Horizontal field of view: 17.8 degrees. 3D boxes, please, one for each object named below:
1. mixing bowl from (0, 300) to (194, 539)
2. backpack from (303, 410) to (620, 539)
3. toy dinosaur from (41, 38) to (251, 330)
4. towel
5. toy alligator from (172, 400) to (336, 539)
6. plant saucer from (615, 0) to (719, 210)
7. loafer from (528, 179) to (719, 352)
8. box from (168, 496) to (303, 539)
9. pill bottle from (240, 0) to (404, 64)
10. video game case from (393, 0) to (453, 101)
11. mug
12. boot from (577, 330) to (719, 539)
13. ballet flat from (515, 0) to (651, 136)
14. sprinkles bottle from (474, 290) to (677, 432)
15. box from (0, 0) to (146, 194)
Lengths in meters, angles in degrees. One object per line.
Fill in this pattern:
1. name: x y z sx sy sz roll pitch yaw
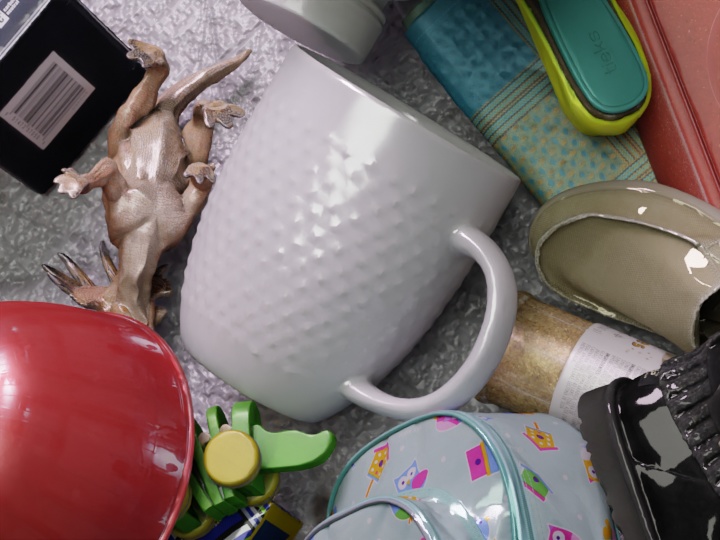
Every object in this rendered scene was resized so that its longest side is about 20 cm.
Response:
1. mixing bowl: -0.196 0.092 1.207 0.200 0.108 0.201 -18 56 28
2. backpack: 0.053 0.171 1.194 0.176 0.153 0.201 -35 53 47
3. toy dinosaur: -0.127 -0.046 1.351 0.086 0.136 0.200 19 57 -2
4. towel: 0.136 -0.110 1.307 0.147 0.022 0.200 -39 80 5
5. toy alligator: -0.110 0.118 1.237 0.200 0.059 0.054 -27 69 4
6. plant saucer: 0.244 -0.116 1.262 0.199 0.037 0.201 -21 82 7
7. loafer: 0.179 0.008 1.226 0.199 0.076 0.068 15 36 19
8. box: -0.134 0.109 1.316 0.200 0.070 0.064 33 85 20
9. pill bottle: 0.011 -0.224 1.314 0.110 0.111 0.200 25 84 20
10. video game case: 0.085 -0.226 1.364 0.182 0.022 0.200 -32 71 6
11. mug: 0.000 0.000 1.261 0.200 0.148 0.176 35 98 31
12. boot: 0.213 0.121 1.143 0.157 0.079 0.212 -25 88 26
13. ballet flat: 0.104 -0.165 1.272 0.067 0.067 0.201 -19 82 -9
14. sprinkles bottle: 0.160 0.077 1.243 0.199 0.068 0.068 23 83 20
15. box: -0.249 -0.160 1.374 0.200 0.148 0.107 40 89 20
